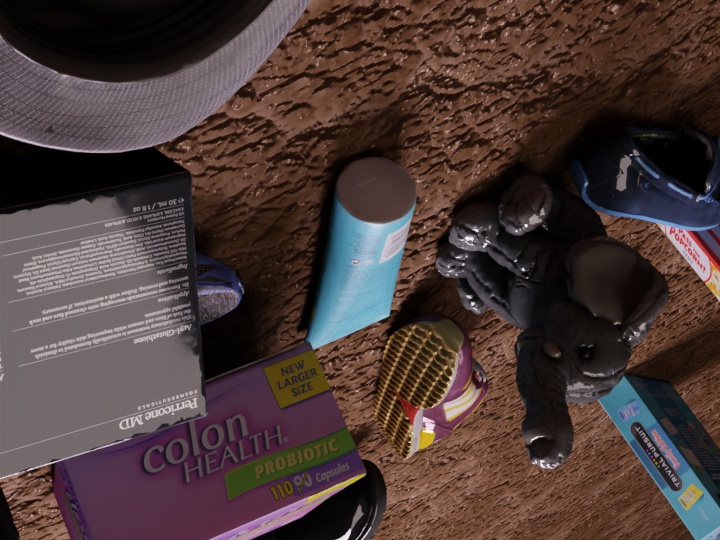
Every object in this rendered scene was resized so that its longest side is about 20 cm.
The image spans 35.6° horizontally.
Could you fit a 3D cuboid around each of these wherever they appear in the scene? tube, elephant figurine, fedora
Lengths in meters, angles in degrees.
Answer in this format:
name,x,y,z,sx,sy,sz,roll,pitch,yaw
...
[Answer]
name,x,y,z,sx,sy,sz,roll,pitch,yaw
tube,0.000,0.000,0.777,0.077,0.050,0.200,-17,153,-17
elephant figurine,0.152,0.039,0.817,0.155,0.200,0.142,-33,151,3
fedora,-0.088,-0.150,0.408,0.177,0.090,0.200,0,132,-46

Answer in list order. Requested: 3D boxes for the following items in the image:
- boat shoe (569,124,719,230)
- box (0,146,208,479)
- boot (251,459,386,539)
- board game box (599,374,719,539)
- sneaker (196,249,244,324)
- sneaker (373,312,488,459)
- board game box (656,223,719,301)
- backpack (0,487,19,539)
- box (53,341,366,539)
name,x,y,z,sx,sy,sz,roll,pitch,yaw
boat shoe,0.252,-0.072,0.860,0.200,0.084,0.069,-8,155,-40
box,-0.184,0.025,0.549,0.200,0.079,0.141,-14,116,-28
boot,-0.087,0.249,1.038,0.211,0.080,0.158,-44,149,22
board game box,0.377,0.219,1.311,0.047,0.200,0.151,-44,149,22
sneaker,-0.157,0.056,0.674,0.200,0.079,0.075,-29,152,-5
sneaker,0.070,0.085,0.956,0.090,0.075,0.200,-27,158,-25
board game box,0.364,-0.017,0.935,0.151,0.200,0.046,-28,150,-9
backpack,-0.327,0.201,0.688,0.200,0.127,0.167,-6,131,-37
box,-0.114,0.148,0.783,0.176,0.097,0.200,-19,166,-22
